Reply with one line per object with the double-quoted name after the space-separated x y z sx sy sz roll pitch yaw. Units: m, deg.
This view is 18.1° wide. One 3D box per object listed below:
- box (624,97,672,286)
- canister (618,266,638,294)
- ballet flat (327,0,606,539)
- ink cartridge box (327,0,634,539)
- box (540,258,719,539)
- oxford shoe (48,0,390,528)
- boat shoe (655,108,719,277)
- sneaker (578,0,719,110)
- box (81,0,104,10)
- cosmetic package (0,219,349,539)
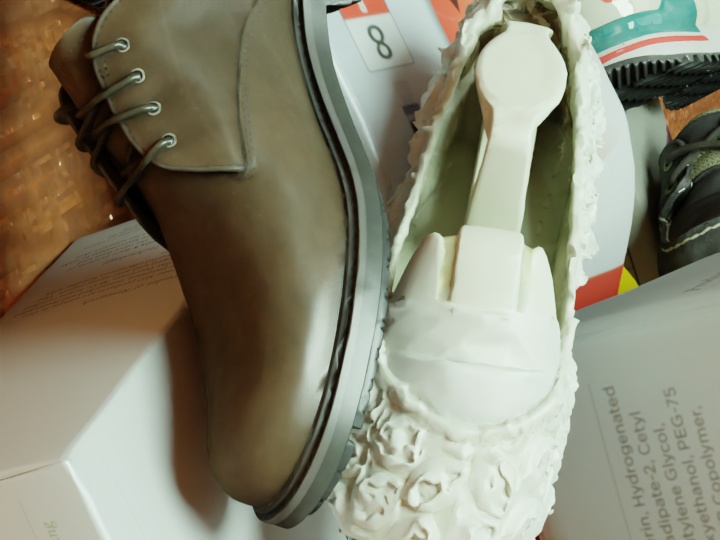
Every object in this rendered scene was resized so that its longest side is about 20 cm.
0.091 0.016 1.026 0.109 0.127 0.201 -64 139 -60 "box"
0.041 0.100 0.812 0.087 0.148 0.201 44 36 -50 "canister"
0.031 -0.007 0.615 0.072 0.071 0.201 59 31 -42 "ballet flat"
0.049 -0.010 0.727 0.162 0.050 0.200 -18 77 -56 "ink cartridge box"
0.178 0.081 0.697 0.199 0.171 0.201 -19 94 -56 "box"
-0.043 -0.029 0.590 0.084 0.073 0.201 5 61 -29 "oxford shoe"
0.153 -0.035 0.945 0.066 0.072 0.201 66 21 -3 "boat shoe"
0.125 -0.120 0.941 0.200 0.070 0.094 -14 81 -60 "sneaker"
-0.082 -0.198 0.734 0.164 0.086 0.201 15 65 -68 "box"
-0.062 0.062 0.639 0.200 0.085 0.108 -62 132 -63 "cosmetic package"
